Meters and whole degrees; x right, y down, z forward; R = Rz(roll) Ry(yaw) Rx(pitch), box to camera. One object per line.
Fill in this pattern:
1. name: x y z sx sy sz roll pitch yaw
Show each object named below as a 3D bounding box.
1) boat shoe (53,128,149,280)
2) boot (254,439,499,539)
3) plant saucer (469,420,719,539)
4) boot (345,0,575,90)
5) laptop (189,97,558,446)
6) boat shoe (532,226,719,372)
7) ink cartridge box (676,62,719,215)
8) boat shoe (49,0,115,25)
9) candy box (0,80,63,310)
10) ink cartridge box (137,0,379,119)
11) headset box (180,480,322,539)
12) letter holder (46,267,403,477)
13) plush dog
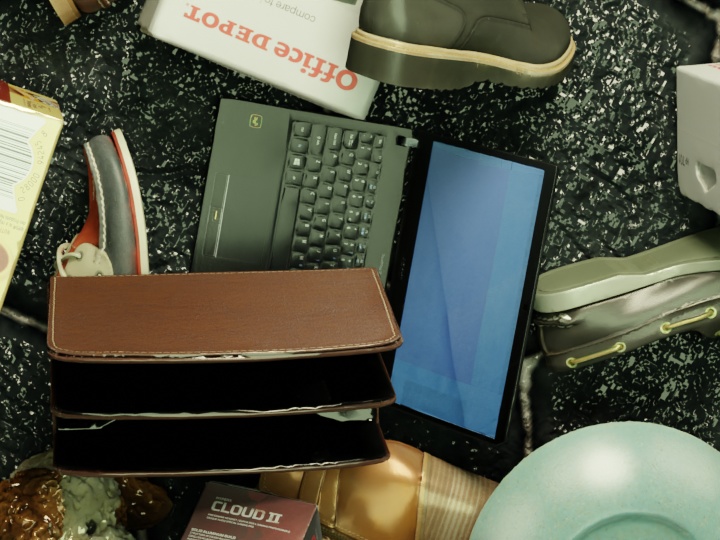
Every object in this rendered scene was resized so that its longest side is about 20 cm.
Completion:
1. boat shoe: -0.158 0.015 1.509 0.062 0.071 0.201 -4 104 -5
2. boot: -0.010 0.199 1.568 0.154 0.074 0.201 15 99 -3
3. plant saucer: 0.164 0.195 1.524 0.199 0.039 0.203 -2 103 -7
4. boot: 0.078 -0.182 1.451 0.077 0.200 0.139 20 107 28
5. laptop: 0.000 0.000 1.512 0.199 0.103 0.179 9 97 -10
6. boat shoe: 0.208 0.015 1.567 0.200 0.072 0.061 -13 105 0
7. ink cartridge box: 0.309 -0.087 1.524 0.198 0.146 0.087 -4 101 -8
8. boat shoe: -0.193 -0.247 1.458 0.070 0.070 0.201 -28 111 4
9. candy box: -0.233 -0.009 1.466 0.055 0.115 0.201 19 96 -11
10. ink cartridge box: -0.030 -0.208 1.481 0.145 0.084 0.201 21 95 -13
11. headset box: -0.076 0.236 1.456 0.077 0.201 0.149 11 138 16
12. letter holder: -0.080 0.068 1.422 0.198 0.142 0.101 -2 107 -7
13. plush dog: -0.184 0.193 1.496 0.159 0.200 0.173 6 91 17
